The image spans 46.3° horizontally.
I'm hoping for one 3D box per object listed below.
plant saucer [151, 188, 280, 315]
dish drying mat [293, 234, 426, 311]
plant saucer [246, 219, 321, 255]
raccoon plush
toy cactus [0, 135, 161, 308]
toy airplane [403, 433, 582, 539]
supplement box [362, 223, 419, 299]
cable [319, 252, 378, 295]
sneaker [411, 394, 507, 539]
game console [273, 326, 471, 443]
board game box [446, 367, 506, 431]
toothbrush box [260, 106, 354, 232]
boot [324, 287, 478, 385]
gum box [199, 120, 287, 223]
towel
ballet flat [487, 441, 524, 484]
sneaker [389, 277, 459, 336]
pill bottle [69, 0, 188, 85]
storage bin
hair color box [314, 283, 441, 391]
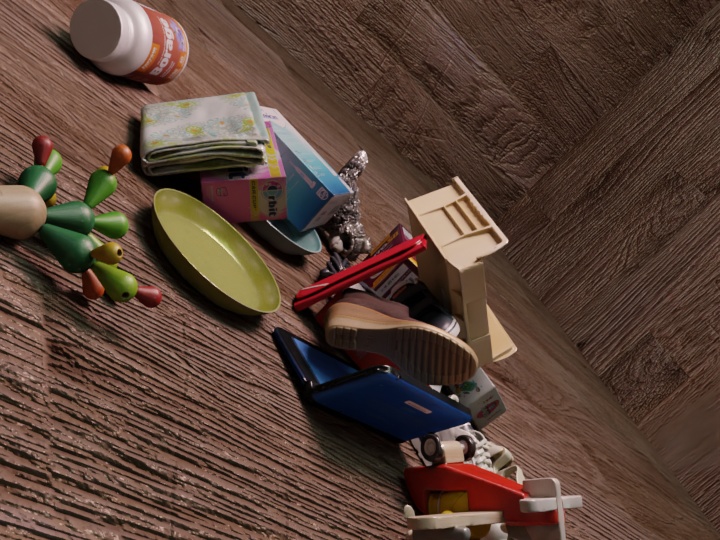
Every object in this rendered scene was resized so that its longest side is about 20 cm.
[{"bbox_3d":[-0.178,-0.016,1.011,0.200,0.031,0.200,44,14,-14],"label":"plant saucer"},{"bbox_3d":[0.000,0.000,1.161,0.018,0.198,0.077,63,10,-9],"label":"dish drying mat"},{"bbox_3d":[-0.144,-0.090,1.322,0.200,0.036,0.200,43,14,-13],"label":"plant saucer"},{"bbox_3d":[-0.005,-0.114,1.541,0.134,0.201,0.097,43,-18,-10],"label":"raccoon plush"},{"bbox_3d":[-0.265,-0.050,0.747,0.164,0.102,0.202,7,49,-55],"label":"toy cactus"},{"bbox_3d":[0.142,0.274,0.922,0.196,0.144,0.199,13,0,1],"label":"toy airplane"},{"bbox_3d":[0.069,0.005,1.538,0.085,0.110,0.200,42,14,-14],"label":"supplement box"},{"bbox_3d":[0.010,0.060,1.355,0.200,0.051,0.163,47,6,-6],"label":"cable"},{"bbox_3d":[0.138,0.257,1.090,0.076,0.080,0.201,29,24,-55],"label":"sneaker"},{"bbox_3d":[0.015,0.126,1.027,0.199,0.169,0.120,32,46,-45],"label":"game console"},{"bbox_3d":[0.152,0.152,1.392,0.201,0.064,0.148,56,0,29],"label":"board game box"},{"bbox_3d":[-0.118,-0.167,1.362,0.200,0.085,0.146,47,14,3],"label":"toothbrush box"},{"bbox_3d":[0.055,0.071,1.066,0.197,0.074,0.166,14,17,6],"label":"boot"},{"bbox_3d":[-0.172,-0.145,1.192,0.111,0.067,0.201,-5,34,-11],"label":"gum box"},{"bbox_3d":[-0.216,-0.192,1.152,0.168,0.049,0.201,-6,31,-11],"label":"towel"},{"bbox_3d":[0.201,0.293,1.212,0.067,0.064,0.201,40,15,-25],"label":"ballet flat"},{"bbox_3d":[0.079,0.064,1.194,0.080,0.078,0.200,54,-3,-10],"label":"sneaker"},{"bbox_3d":[-0.349,-0.348,1.274,0.112,0.112,0.200,47,14,5],"label":"pill bottle"},{"bbox_3d":[0.150,0.006,1.241,0.199,0.092,0.202,-118,-167,-52],"label":"storage bin"},{"bbox_3d":[0.031,0.113,1.210,0.200,0.064,0.111,46,11,4],"label":"hair color box"}]
